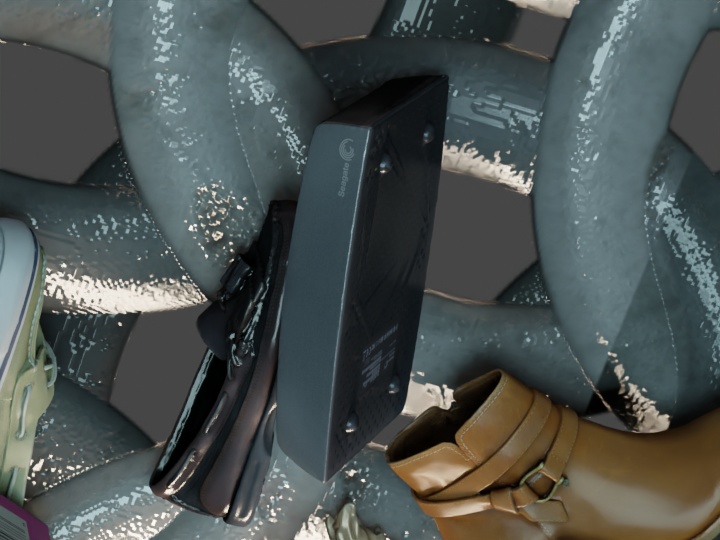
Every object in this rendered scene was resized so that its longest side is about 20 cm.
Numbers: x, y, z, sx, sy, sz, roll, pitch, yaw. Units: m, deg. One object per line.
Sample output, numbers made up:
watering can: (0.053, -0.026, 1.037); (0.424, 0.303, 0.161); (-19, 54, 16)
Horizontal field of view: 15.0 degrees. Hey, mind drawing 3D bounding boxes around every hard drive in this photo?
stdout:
hard drive: (0.000, 0.000, 1.477); (0.042, 0.135, 0.201); (14, 112, 18)

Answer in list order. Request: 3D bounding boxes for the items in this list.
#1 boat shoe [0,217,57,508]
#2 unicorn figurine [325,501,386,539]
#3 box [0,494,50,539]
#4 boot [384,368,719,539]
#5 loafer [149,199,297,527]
boat shoe: (-0.200, 0.059, 1.511); (0.062, 0.072, 0.200); (5, 123, -24)
unicorn figurine: (-0.023, 0.246, 1.602); (0.137, 0.074, 0.200); (34, 99, -31)
box: (-0.258, 0.238, 1.491); (0.199, 0.176, 0.097); (-21, 154, 10)
boot: (0.127, 0.104, 1.564); (0.200, 0.074, 0.155); (-38, 115, 10)
loafer: (-0.070, 0.051, 1.520); (0.063, 0.072, 0.201); (10, 114, -8)
